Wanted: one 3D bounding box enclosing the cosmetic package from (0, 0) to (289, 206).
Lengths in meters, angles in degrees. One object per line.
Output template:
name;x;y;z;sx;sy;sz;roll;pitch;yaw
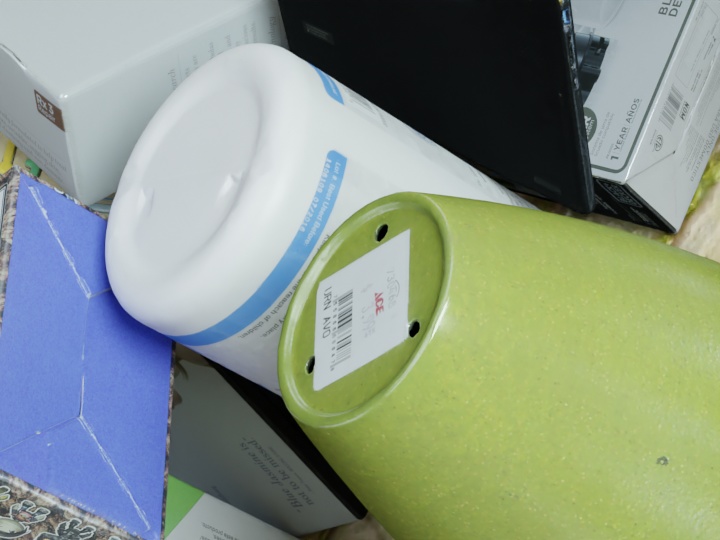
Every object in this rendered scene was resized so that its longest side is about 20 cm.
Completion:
cosmetic package;-0.086;-0.120;1.118;0.199;0.074;0.102;-30;46;-23

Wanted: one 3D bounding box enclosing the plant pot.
plant pot;0.071;0.057;0.854;0.187;0.199;0.188;-32;43;36

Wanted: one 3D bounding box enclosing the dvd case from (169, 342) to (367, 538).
dvd case;-0.105;0.090;1.120;0.199;0.143;0.018;-21;30;45

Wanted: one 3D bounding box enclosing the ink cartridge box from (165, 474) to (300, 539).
ink cartridge box;-0.116;0.200;1.044;0.084;0.145;0.201;-23;47;42

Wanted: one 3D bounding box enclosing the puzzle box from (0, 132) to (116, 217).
puzzle box;-0.149;-0.027;1.130;0.198;0.025;0.134;5;68;12

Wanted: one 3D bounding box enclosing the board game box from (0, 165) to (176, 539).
board game box;-0.182;0.080;1.002;0.200;0.097;0.160;-34;40;35

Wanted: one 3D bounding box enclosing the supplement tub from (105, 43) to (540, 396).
supplement tub;0.000;0.000;0.992;0.132;0.199;0.133;-33;41;35

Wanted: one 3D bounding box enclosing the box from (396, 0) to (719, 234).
box;0.074;-0.100;1.043;0.199;0.060;0.117;16;79;37

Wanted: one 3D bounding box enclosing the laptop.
laptop;0.054;-0.162;0.970;0.116;0.201;0.187;-38;46;-27
